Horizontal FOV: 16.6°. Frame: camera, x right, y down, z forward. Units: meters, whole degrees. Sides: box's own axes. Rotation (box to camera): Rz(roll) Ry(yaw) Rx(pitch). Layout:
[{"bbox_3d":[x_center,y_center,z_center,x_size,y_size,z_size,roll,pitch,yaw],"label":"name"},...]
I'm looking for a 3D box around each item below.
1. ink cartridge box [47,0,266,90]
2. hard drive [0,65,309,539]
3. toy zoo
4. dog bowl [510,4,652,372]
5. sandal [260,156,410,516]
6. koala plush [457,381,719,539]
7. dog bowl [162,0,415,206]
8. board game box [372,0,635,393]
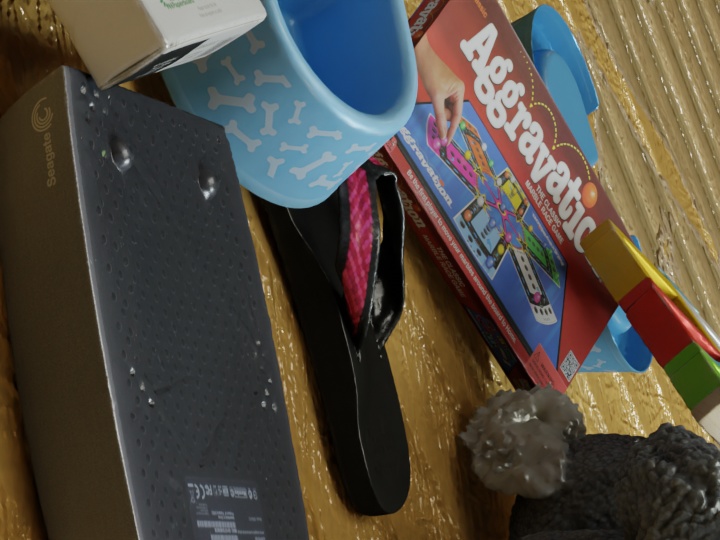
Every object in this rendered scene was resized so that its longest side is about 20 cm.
[{"bbox_3d":[-0.108,-0.158,0.824,0.201,0.037,0.095,61,21,-1],"label":"ink cartridge box"},{"bbox_3d":[-0.067,0.041,0.819,0.135,0.042,0.201,16,61,-67],"label":"hard drive"},{"bbox_3d":[0.167,0.051,1.159,0.131,0.020,0.200,44,10,-30],"label":"toy zoo"},{"bbox_3d":[0.103,-0.038,1.304,0.111,0.049,0.201,-33,108,-68],"label":"dog bowl"},{"bbox_3d":[0.000,0.000,1.016,0.075,0.045,0.201,-17,93,-68],"label":"sandal"},{"bbox_3d":[0.117,0.141,1.111,0.177,0.184,0.200,44,14,-26],"label":"koala plush"},{"bbox_3d":[-0.033,-0.126,0.960,0.111,0.049,0.201,19,52,-49],"label":"dog bowl"},{"bbox_3d":[0.068,-0.037,1.175,0.103,0.019,0.200,-56,129,-29],"label":"board game box"}]
